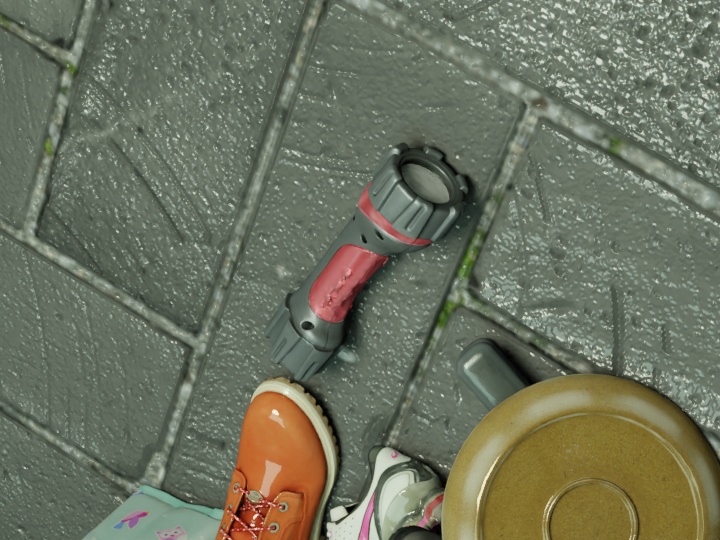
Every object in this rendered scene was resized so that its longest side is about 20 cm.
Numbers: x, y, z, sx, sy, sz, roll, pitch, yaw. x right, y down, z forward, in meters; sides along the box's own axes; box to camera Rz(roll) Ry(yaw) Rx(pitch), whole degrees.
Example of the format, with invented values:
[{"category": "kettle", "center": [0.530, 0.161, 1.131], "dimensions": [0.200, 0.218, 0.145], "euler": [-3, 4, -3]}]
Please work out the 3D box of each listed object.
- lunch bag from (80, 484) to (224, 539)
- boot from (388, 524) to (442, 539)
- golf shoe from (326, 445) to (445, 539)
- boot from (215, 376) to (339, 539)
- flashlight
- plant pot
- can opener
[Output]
[{"category": "lunch bag", "center": [-0.172, 0.302, 1.680], "dimensions": [0.121, 0.170, 0.202], "euler": [13, 121, 32]}, {"category": "boot", "center": [0.106, 0.242, 1.497], "dimensions": [0.131, 0.070, 0.200], "euler": [12, 165, 39]}, {"category": "golf shoe", "center": [0.010, 0.220, 1.603], "dimensions": [0.092, 0.072, 0.201], "euler": [43, 124, 26]}, {"category": "boot", "center": [-0.072, 0.182, 1.601], "dimensions": [0.074, 0.107, 0.202], "euler": [15, 120, 24]}, {"category": "flashlight", "center": [0.000, 0.000, 1.487], "dimensions": [0.068, 0.068, 0.200], "euler": [43, 127, 9]}, {"category": "plant pot", "center": [0.154, 0.171, 1.439], "dimensions": [0.198, 0.027, 0.202], "euler": [0, 91, -3]}, {"category": "can opener", "center": [0.148, 0.121, 1.486], "dimensions": [0.200, 0.053, 0.067], "euler": [44, 93, 1]}]
